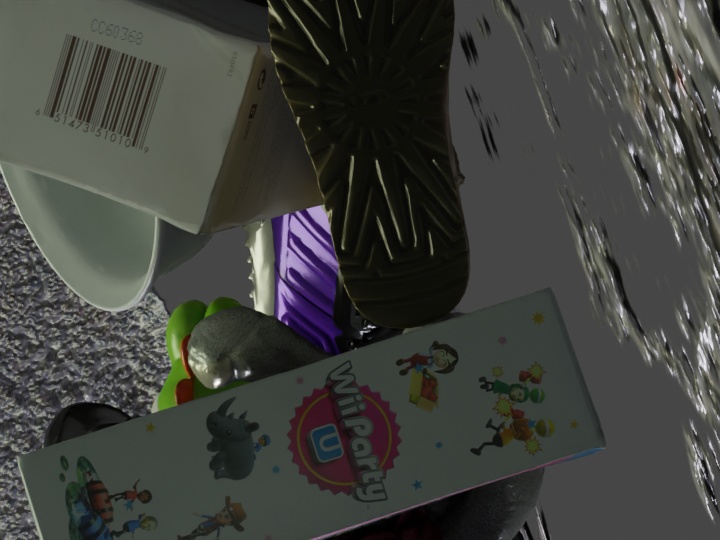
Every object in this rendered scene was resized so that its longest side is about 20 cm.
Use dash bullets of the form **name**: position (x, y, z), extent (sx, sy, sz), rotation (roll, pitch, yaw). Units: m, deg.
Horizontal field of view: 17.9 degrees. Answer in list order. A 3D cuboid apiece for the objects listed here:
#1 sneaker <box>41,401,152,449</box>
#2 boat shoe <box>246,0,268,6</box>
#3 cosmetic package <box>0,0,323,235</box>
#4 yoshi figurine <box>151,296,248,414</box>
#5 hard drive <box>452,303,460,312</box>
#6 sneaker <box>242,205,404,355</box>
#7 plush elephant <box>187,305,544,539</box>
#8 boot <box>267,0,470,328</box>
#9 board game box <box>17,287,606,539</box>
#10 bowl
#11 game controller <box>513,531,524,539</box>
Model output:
- **sneaker**: position (-0.088, 0.093, 1.028), extent (0.200, 0.076, 0.088), rotation (46, 130, 55)
- **boat shoe**: position (-0.065, -0.144, 1.212), extent (0.063, 0.071, 0.200), rotation (-167, 66, -67)
- **cosmetic package**: position (-0.071, -0.074, 0.954), extent (0.200, 0.113, 0.081), rotation (-12, -59, -73)
- **yoshi figurine**: position (-0.060, 0.114, 1.180), extent (0.112, 0.112, 0.200), rotation (164, 104, -75)
- **hard drive**: position (0.014, -0.047, 1.218), extent (0.132, 0.027, 0.200), rotation (-118, 10, -75)
- **sneaker**: position (0.000, 0.000, 1.114), extent (0.099, 0.070, 0.200), rotation (0, 107, 44)
- **plush elephant**: position (0.005, 0.123, 1.052), extent (0.200, 0.165, 0.155), rotation (49, -127, -49)
- **boot**: position (0.007, -0.063, 0.903), extent (0.200, 0.066, 0.175), rotation (-62, -33, -85)
- **board game box**: position (-0.018, 0.072, 0.867), extent (0.148, 0.200, 0.064), rotation (97, 154, -83)
- **bowl**: position (-0.117, -0.087, 1.176), extent (0.201, 0.090, 0.201), rotation (38, 139, 43)
- **game controller**: position (0.027, 0.081, 1.255), extent (0.200, 0.042, 0.104), rotation (58, -179, -21)
